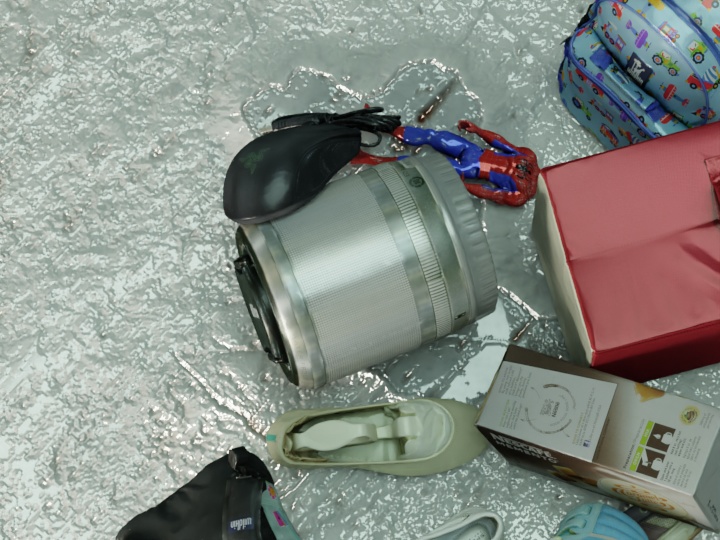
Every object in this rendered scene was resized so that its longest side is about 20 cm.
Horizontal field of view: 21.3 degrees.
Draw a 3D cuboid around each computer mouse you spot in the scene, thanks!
[{"bbox_3d":[-0.061,-0.104,1.651,0.138,0.200,0.053,-6,114,28],"label":"computer mouse"}]

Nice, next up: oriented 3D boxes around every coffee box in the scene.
[{"bbox_3d":[0.211,0.140,1.598,0.199,0.114,0.080,17,73,27],"label":"coffee box"}]

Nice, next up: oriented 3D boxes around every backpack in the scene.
[{"bbox_3d":[0.272,-0.189,1.693,0.134,0.200,0.183,-40,79,-13],"label":"backpack"},{"bbox_3d":[-0.095,0.269,1.568,0.167,0.126,0.201,-39,63,13],"label":"backpack"}]

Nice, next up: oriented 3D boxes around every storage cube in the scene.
[{"bbox_3d":[0.256,-0.009,1.642,0.178,0.200,0.172,-15,74,-1],"label":"storage cube"}]

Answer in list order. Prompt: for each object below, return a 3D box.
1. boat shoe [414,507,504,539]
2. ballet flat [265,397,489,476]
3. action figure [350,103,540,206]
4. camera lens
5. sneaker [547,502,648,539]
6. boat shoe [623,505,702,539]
[{"bbox_3d":[0.040,0.266,1.611,0.200,0.069,0.071,-40,79,-13],"label":"boat shoe"},{"bbox_3d":[0.018,0.143,1.651,0.198,0.070,0.070,-5,73,-4],"label":"ballet flat"},{"bbox_3d":[0.093,-0.101,1.741,0.198,0.052,0.066,14,68,0],"label":"action figure"},{"bbox_3d":[0.000,0.000,1.644,0.199,0.160,0.161,-21,75,-8],"label":"camera lens"},{"bbox_3d":[0.154,0.249,1.600,0.198,0.080,0.131,7,34,-1],"label":"sneaker"},{"bbox_3d":[0.302,0.169,1.653,0.065,0.072,0.200,44,82,6],"label":"boat shoe"}]
